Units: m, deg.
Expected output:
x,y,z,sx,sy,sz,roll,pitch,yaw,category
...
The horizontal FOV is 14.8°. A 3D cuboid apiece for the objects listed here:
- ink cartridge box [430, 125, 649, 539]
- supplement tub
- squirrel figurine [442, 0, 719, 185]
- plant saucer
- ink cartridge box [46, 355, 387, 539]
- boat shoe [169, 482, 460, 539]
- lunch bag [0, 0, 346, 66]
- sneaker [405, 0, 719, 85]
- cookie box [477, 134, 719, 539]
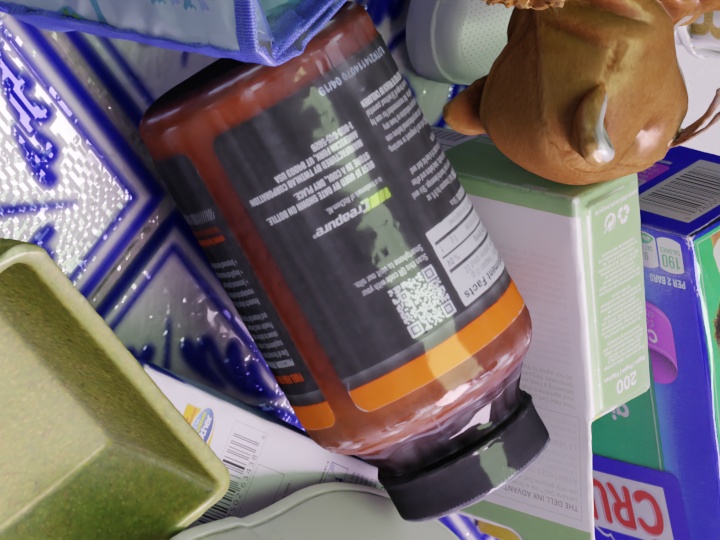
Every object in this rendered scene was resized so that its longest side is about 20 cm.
x,y,z,sx,sy,sz,roll,pitch,yaw,category
0.056,0.044,1.206,0.048,0.145,0.201,-26,119,-41,ink cartridge box
0.000,0.000,1.121,0.107,0.107,0.200,-35,101,-34,supplement tub
0.086,-0.135,1.091,0.200,0.141,0.187,26,88,-45,squirrel figurine
-0.166,0.082,0.977,0.200,0.048,0.200,-38,147,-3,plant saucer
-0.090,0.109,1.126,0.200,0.076,0.137,27,82,-48,ink cartridge box
-0.024,0.134,1.110,0.200,0.073,0.062,-2,135,-54,boat shoe
-0.052,-0.176,1.016,0.127,0.170,0.201,27,82,-43,lunch bag
0.124,-0.124,1.250,0.200,0.115,0.074,-24,119,-38,sneaker
0.119,0.043,1.253,0.075,0.171,0.201,-29,120,-34,cookie box
